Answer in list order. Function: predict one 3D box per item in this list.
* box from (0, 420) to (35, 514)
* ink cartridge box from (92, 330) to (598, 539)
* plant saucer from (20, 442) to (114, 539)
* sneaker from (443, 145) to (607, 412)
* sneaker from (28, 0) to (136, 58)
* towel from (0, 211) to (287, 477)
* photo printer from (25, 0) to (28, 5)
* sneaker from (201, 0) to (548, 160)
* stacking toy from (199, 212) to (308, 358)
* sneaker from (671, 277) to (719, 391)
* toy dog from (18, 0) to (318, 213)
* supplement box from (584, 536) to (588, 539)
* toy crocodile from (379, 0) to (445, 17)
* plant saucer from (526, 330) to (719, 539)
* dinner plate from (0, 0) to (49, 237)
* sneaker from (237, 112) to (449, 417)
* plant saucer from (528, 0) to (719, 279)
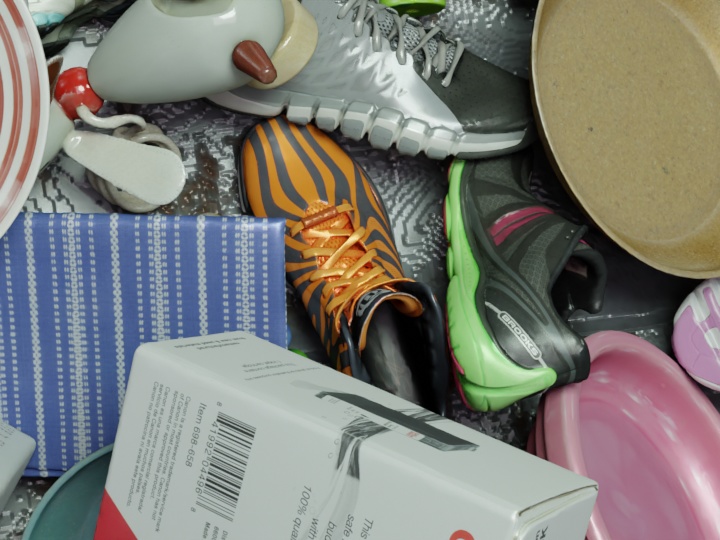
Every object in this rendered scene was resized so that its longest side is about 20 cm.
[{"bbox_3d":[-0.289,0.126,0.813,0.200,0.171,0.199,31,91,-6],"label":"box"},{"bbox_3d":[-0.013,0.128,0.772,0.200,0.084,0.144,21,105,30],"label":"ink cartridge box"},{"bbox_3d":[-0.074,0.163,0.903,0.200,0.036,0.200,2,112,6],"label":"plant saucer"},{"bbox_3d":[0.088,-0.002,0.937,0.084,0.077,0.200,-5,43,6],"label":"sneaker"},{"bbox_3d":[-0.148,-0.178,0.950,0.200,0.078,0.086,-25,85,-14],"label":"sneaker"},{"bbox_3d":[-0.134,0.038,0.895,0.200,0.024,0.145,1,110,6],"label":"towel"},{"bbox_3d":[-0.254,-0.171,0.861,0.166,0.069,0.200,-12,99,-8],"label":"photo printer"},{"bbox_3d":[0.010,-0.130,0.939,0.200,0.075,0.116,9,122,-1],"label":"sneaker"},{"bbox_3d":[-0.050,0.070,0.937,0.085,0.085,0.200,-39,95,-13],"label":"stacking toy"},{"bbox_3d":[0.272,0.017,1.008,0.200,0.088,0.081,-21,85,0],"label":"sneaker"},{"bbox_3d":[-0.105,-0.086,0.874,0.132,0.096,0.200,22,121,-33],"label":"toy dog"},{"bbox_3d":[0.076,0.180,0.883,0.061,0.200,0.109,-24,88,-12],"label":"supplement box"},{"bbox_3d":[0.062,-0.181,1.005,0.200,0.062,0.068,-7,85,-8],"label":"toy crocodile"},{"bbox_3d":[0.153,0.131,0.937,0.051,0.201,0.201,-30,89,31],"label":"plant saucer"},{"bbox_3d":[-0.245,-0.081,0.823,0.200,0.024,0.200,0,98,-2],"label":"dinner plate"},{"bbox_3d":[0.000,0.000,0.935,0.078,0.112,0.200,-28,88,-9],"label":"sneaker"},{"bbox_3d":[0.161,-0.090,0.971,0.200,0.035,0.200,10,72,-33],"label":"plant saucer"}]
